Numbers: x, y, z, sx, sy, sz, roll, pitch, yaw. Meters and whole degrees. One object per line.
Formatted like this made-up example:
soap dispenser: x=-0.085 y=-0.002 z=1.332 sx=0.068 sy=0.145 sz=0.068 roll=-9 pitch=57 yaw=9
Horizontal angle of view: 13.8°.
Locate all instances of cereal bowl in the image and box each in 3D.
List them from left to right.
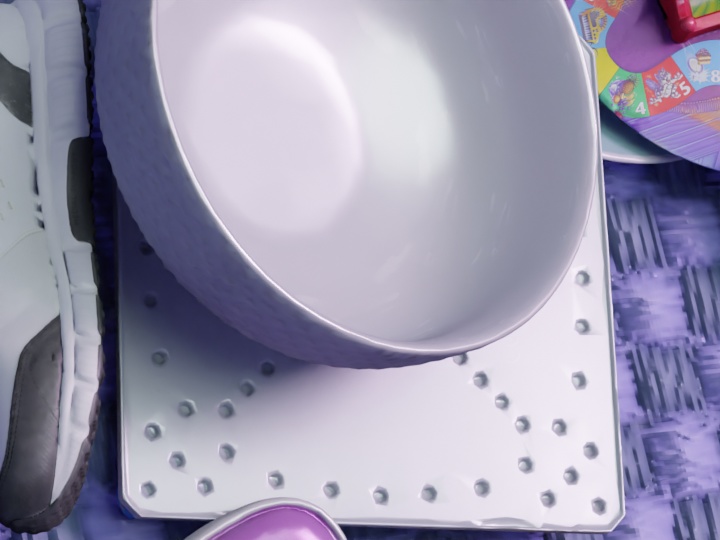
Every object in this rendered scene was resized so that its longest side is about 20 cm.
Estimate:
cereal bowl: x=-0.014 y=-0.056 z=1.061 sx=0.200 sy=0.083 sz=0.200 roll=14 pitch=67 yaw=-35

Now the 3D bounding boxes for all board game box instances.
board game box: x=0.000 y=0.000 z=1.123 sx=0.200 sy=0.026 sz=0.200 roll=4 pitch=73 yaw=-21
board game box: x=0.168 y=-0.140 z=1.188 sx=0.158 sy=0.039 sz=0.200 roll=28 pitch=85 yaw=1

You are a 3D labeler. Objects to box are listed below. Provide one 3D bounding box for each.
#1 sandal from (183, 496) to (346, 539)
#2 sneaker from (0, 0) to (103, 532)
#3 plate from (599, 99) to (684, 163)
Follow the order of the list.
sandal: x=-0.065 y=0.161 z=1.019 sx=0.203 sy=0.050 sz=0.082 roll=-46 pitch=105 yaw=-24
sneaker: x=-0.133 y=-0.003 z=1.044 sx=0.080 sy=0.074 sz=0.200 roll=-1 pitch=67 yaw=-14
plate: x=0.093 y=-0.135 z=1.240 sx=0.200 sy=0.026 sz=0.200 roll=10 pitch=68 yaw=-26
